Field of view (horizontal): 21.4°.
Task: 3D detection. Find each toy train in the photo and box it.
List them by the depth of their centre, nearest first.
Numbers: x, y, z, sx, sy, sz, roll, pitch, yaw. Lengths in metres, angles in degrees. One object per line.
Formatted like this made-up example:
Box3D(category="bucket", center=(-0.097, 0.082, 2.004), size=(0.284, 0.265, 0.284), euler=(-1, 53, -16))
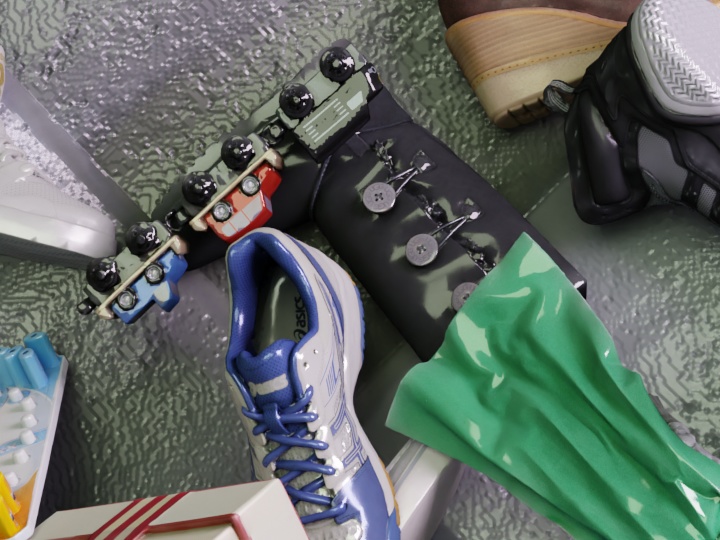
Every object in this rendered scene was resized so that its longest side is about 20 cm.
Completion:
Box3D(category="toy train", center=(-0.066, -0.038, 0.988), size=(0.200, 0.034, 0.046), euler=(-42, 88, 3))

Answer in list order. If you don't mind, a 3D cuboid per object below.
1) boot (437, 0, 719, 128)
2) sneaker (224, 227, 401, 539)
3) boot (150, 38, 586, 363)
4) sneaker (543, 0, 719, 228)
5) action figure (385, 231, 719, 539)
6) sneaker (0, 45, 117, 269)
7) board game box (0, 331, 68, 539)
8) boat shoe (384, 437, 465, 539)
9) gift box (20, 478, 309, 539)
Box3D(category="boot", center=(0.133, -0.182, 1.040), size=(0.198, 0.072, 0.168), euler=(-17, 71, 9))
Box3D(category="sneaker", center=(-0.035, 0.076, 0.917), size=(0.075, 0.088, 0.202), euler=(-19, 63, 16))
Box3D(category="boot", center=(0.001, -0.001, 1.018), size=(0.165, 0.066, 0.200), euler=(-44, 76, 3))
Box3D(category="sneaker", center=(0.181, -0.044, 0.984), size=(0.200, 0.114, 0.076), euler=(50, 44, -8))
Box3D(category="action figure", center=(0.115, 0.087, 0.897), size=(0.200, 0.055, 0.119), euler=(41, 104, 31))
Box3D(category="sneaker", center=(-0.214, -0.074, 1.076), size=(0.198, 0.074, 0.117), euler=(16, 78, 18))
Box3D(category="board game box", center=(-0.253, 0.111, 0.973), size=(0.198, 0.200, 0.026), euler=(-20, 112, 5))
Box3D(category="boat shoe", center=(-0.023, 0.154, 0.966), size=(0.068, 0.072, 0.201), euler=(36, 91, 18))
Box3D(category="gift box", center=(-0.094, 0.214, 0.835), size=(0.183, 0.201, 0.187), euler=(-7, 22, 42))
